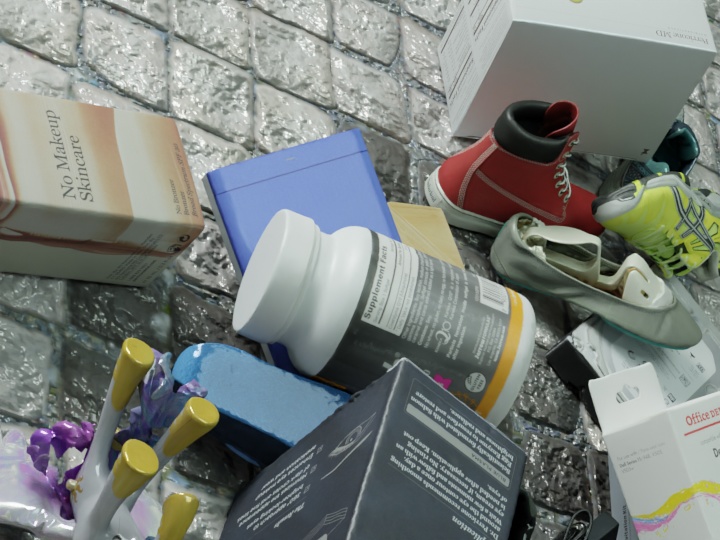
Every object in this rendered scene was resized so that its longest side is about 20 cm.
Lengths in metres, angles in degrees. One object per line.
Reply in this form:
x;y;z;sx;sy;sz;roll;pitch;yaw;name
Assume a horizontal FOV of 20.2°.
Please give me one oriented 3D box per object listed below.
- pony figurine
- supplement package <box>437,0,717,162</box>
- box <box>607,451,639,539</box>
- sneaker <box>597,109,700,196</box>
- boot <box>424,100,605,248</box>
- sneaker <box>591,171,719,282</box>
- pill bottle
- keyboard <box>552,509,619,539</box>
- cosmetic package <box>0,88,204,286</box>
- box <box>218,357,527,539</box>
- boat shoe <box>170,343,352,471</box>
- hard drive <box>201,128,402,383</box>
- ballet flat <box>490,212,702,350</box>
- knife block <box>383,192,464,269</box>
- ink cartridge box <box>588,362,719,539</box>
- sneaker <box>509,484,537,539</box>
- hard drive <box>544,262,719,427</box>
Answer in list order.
-0.162;0.145;1.241;0.166;0.201;0.194;21;29;-20;pony figurine
0.193;-0.198;1.826;0.198;0.156;0.112;6;51;-18;supplement package
0.292;0.209;1.682;0.199;0.041;0.157;14;65;-34;box
0.297;-0.115;1.953;0.077;0.086;0.201;39;40;-13;sneaker
0.173;-0.085;1.764;0.199;0.144;0.073;12;49;-39;boot
0.278;-0.037;1.813;0.199;0.075;0.077;8;65;-50;sneaker
0.017;0.037;1.452;0.199;0.117;0.117;22;44;-14;pill bottle
0.128;0.247;1.444;0.039;0.105;0.200;27;43;33;keyboard
-0.220;-0.059;1.411;0.199;0.087;0.104;5;56;-41;cosmetic package
-0.009;0.200;1.306;0.117;0.197;0.201;37;40;-15;box
-0.046;0.111;1.439;0.199;0.069;0.084;36;60;-9;boat shoe
-0.026;0.004;1.523;0.131;0.025;0.201;-18;83;-24;hard drive
0.209;0.007;1.736;0.199;0.064;0.068;22;34;0;ballet flat
0.000;0.000;1.591;0.175;0.064;0.201;3;57;-41;knife block
0.262;0.164;1.590;0.117;0.067;0.201;-11;79;-53;ink cartridge box
0.092;0.167;1.515;0.066;0.090;0.201;18;47;-33;sneaker
0.259;0.084;1.789;0.140;0.038;0.200;52;37;4;hard drive
